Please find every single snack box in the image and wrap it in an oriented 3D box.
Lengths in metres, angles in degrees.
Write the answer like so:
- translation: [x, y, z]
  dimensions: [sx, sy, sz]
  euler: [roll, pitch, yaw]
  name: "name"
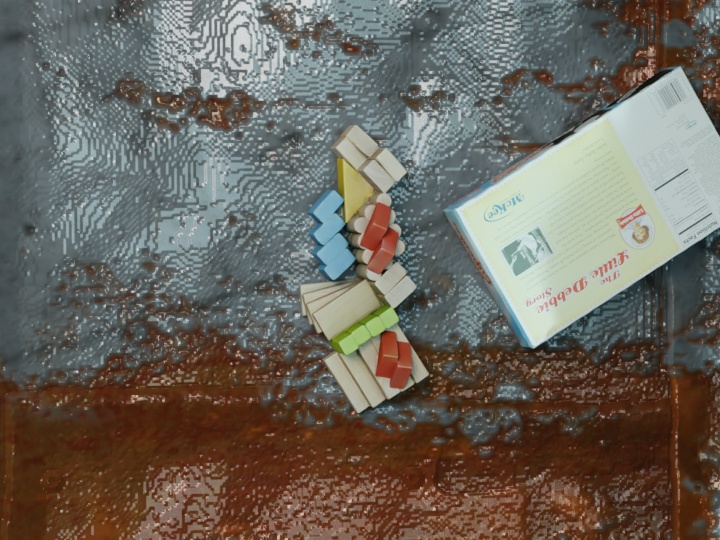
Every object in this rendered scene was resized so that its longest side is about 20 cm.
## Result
- translation: [0.172, -0.046, 1.548]
  dimensions: [0.199, 0.037, 0.117]
  euler: [-32, 98, -9]
  name: "snack box"

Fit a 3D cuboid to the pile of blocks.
- translation: [0.000, 0.000, 1.503]
  dimensions: [0.081, 0.062, 0.202]
  euler: [-9, 94, -11]
  name: "pile of blocks"
